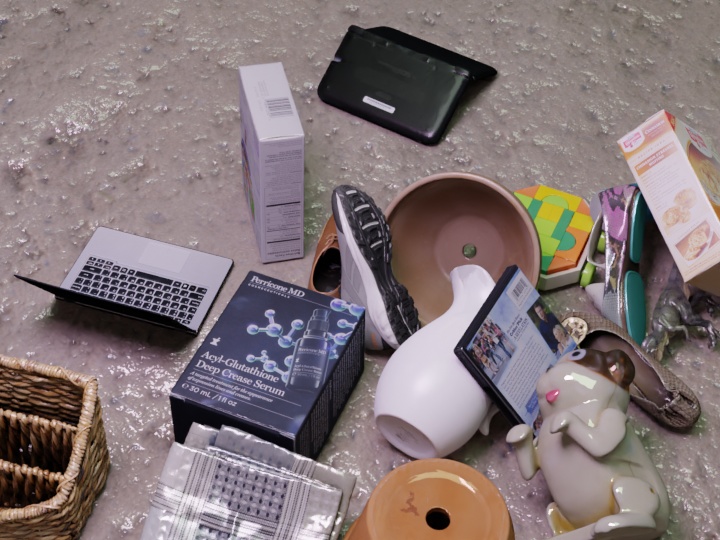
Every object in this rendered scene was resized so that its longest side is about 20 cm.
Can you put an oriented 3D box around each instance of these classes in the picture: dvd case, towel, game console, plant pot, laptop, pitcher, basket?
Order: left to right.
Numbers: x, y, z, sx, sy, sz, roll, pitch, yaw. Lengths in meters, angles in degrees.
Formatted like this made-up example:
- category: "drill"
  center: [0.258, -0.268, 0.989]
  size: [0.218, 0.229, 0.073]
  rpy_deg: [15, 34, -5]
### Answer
- category: "basket"
  center: [-0.372, 0.184, 1.352]
  size: [0.198, 0.150, 0.143]
  rpy_deg: [13, 47, 9]
- category: "laptop"
  center: [-0.271, -0.002, 1.555]
  size: [0.185, 0.117, 0.201]
  rpy_deg: [14, 47, 10]
- category: "towel"
  center: [-0.122, 0.264, 1.316]
  size: [0.191, 0.035, 0.202]
  rpy_deg: [16, 72, 13]
- category: "game console"
  center: [0.068, -0.268, 1.889]
  size: [0.199, 0.116, 0.177]
  rpy_deg: [24, 80, 20]
- category: "plant pot"
  center: [0.071, 0.280, 1.285]
  size: [0.198, 0.141, 0.201]
  rpy_deg: [1, 47, -2]
- category: "plant pot"
  center: [0.122, -0.018, 1.572]
  size: [0.199, 0.203, 0.093]
  rpy_deg: [18, 11, 15]
- category: "pitcher"
  center: [0.119, 0.121, 1.455]
  size: [0.171, 0.121, 0.201]
  rpy_deg: [39, 63, -5]
- category: "dvd case"
  center: [0.192, 0.113, 1.442]
  size: [0.200, 0.017, 0.143]
  rpy_deg: [51, 51, -16]

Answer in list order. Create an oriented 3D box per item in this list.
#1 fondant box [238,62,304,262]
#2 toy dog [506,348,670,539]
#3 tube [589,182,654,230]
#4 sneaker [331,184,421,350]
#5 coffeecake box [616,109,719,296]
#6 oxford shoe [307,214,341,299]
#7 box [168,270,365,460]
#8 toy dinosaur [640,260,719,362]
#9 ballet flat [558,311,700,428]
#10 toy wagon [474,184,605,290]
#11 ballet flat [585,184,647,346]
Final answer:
- category: "fondant box"
  center: [-0.109, -0.132, 1.626]
  size: [0.058, 0.201, 0.145]
  rpy_deg: [-7, 47, -11]
- category: "toy dog"
  center: [0.245, 0.178, 1.358]
  size: [0.192, 0.139, 0.202]
  rpy_deg: [0, 68, -29]
- category: "tube"
  center: [0.377, -0.092, 1.697]
  size: [0.199, 0.051, 0.078]
  rpy_deg: [-13, 51, -38]
- category: "sneaker"
  center: [0.000, 0.000, 1.527]
  size: [0.079, 0.202, 0.074]
  rpy_deg: [-15, 3, 37]
- category: "coffeecake box"
  center: [0.408, -0.075, 1.592]
  size: [0.153, 0.073, 0.201]
  rpy_deg: [16, 47, -51]
- category: "oxford shoe"
  center: [-0.024, -0.019, 1.614]
  size: [0.071, 0.072, 0.201]
  rpy_deg: [5, 45, 5]
- category: "box"
  center: [-0.097, 0.120, 1.451]
  size: [0.147, 0.108, 0.201]
  rpy_deg: [17, 47, 14]
- category: "toy dinosaur"
  center: [0.385, 0.045, 1.571]
  size: [0.088, 0.048, 0.201]
  rpy_deg: [25, 59, -8]
- category: "ballet flat"
  center: [0.300, 0.111, 1.504]
  size: [0.200, 0.046, 0.068]
  rpy_deg: [40, 99, 26]
- category: "toy wagon"
  center: [0.222, -0.027, 1.650]
  size: [0.154, 0.040, 0.201]
  rpy_deg: [19, 48, 16]
- category: "ballet flat"
  center: [0.306, -0.002, 1.585]
  size: [0.071, 0.069, 0.202]
  rpy_deg: [-3, 80, 32]
